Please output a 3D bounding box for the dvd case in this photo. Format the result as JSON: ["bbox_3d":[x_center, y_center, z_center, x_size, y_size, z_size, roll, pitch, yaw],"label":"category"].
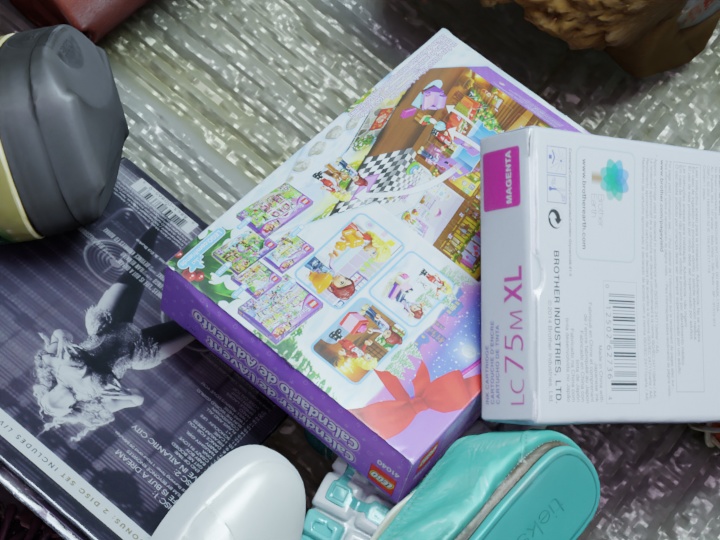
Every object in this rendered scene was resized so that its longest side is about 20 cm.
[{"bbox_3d":[-0.106,0.036,0.728,0.149,0.016,0.200,39,36,4],"label":"dvd case"}]

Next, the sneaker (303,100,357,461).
[{"bbox_3d":[0.000,0.000,0.780,0.080,0.072,0.201,18,56,6],"label":"sneaker"}]

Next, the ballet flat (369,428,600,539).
[{"bbox_3d":[0.013,0.136,0.628,0.200,0.070,0.068,-43,113,-28],"label":"ballet flat"}]

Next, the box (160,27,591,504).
[{"bbox_3d":[0.027,-0.010,0.724,0.137,0.039,0.200,38,57,15],"label":"box"}]

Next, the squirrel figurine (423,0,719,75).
[{"bbox_3d":[0.103,-0.198,0.795,0.200,0.142,0.187,-26,71,-41],"label":"squirrel figurine"}]

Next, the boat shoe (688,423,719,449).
[{"bbox_3d":[0.199,0.066,0.797,0.199,0.071,0.063,24,75,-6],"label":"boat shoe"}]

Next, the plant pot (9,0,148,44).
[{"bbox_3d":[-0.118,-0.224,0.776,0.201,0.201,0.195,44,81,5],"label":"plant pot"}]

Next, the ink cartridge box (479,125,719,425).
[{"bbox_3d":[0.137,0.007,0.711,0.199,0.042,0.120,3,85,-35],"label":"ink cartridge box"}]

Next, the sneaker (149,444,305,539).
[{"bbox_3d":[-0.056,0.168,0.627,0.084,0.073,0.201,11,72,43],"label":"sneaker"}]

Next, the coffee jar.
[{"bbox_3d":[-0.205,-0.048,0.723,0.199,0.104,0.086,-13,111,4],"label":"coffee jar"}]

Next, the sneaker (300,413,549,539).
[{"bbox_3d":[0.039,0.092,0.741,0.077,0.091,0.200,38,59,11],"label":"sneaker"}]

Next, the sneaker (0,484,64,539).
[{"bbox_3d":[-0.145,0.119,0.702,0.199,0.116,0.076,28,75,0],"label":"sneaker"}]
